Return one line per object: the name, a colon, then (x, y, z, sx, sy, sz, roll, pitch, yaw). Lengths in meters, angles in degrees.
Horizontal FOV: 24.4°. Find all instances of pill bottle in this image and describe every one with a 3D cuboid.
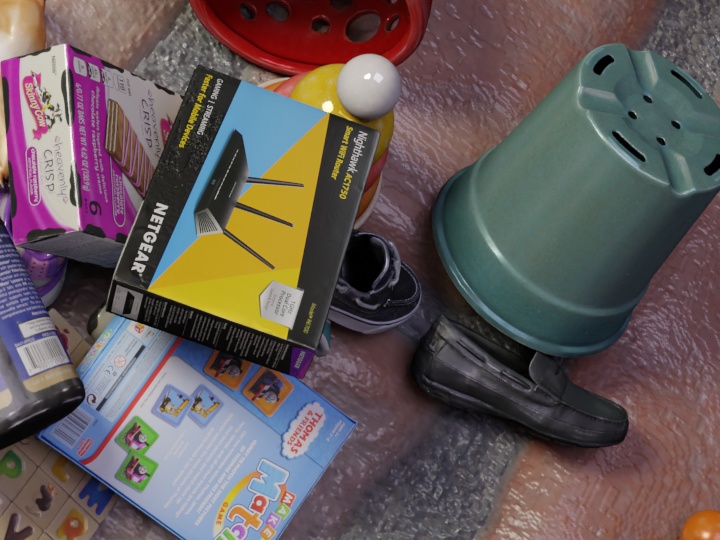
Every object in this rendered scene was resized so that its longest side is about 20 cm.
pill bottle: (-0.280, 0.024, 1.148, 0.111, 0.112, 0.201, -24, 85, -27)

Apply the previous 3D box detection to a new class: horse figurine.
horse figurine: (-0.287, -0.158, 1.257, 0.131, 0.050, 0.201, 6, 61, 26)

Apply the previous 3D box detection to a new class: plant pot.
plant pot: (-0.032, -0.284, 1.363, 0.199, 0.200, 0.184, 18, 60, -17)
plant pot: (0.190, -0.065, 1.356, 0.199, 0.196, 0.202, 17, 49, -20)

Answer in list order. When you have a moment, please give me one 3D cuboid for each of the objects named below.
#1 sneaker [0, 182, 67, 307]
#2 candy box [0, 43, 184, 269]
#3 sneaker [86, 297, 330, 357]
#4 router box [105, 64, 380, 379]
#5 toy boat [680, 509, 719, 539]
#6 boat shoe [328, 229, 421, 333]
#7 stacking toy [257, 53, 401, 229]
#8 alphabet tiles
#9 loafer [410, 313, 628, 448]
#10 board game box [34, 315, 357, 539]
sneaker: (-0.246, -0.074, 1.264, 0.080, 0.088, 0.202, 4, 72, -21)
candy box: (-0.182, -0.075, 1.236, 0.200, 0.060, 0.138, 17, 65, -67)
sneaker: (-0.110, 0.046, 1.294, 0.198, 0.070, 0.094, -11, 73, -29)
router box: (-0.081, -0.038, 1.191, 0.148, 0.051, 0.201, 19, 56, -5)
toy boat: (0.311, 0.259, 1.400, 0.198, 0.131, 0.131, 5, 43, -22)
boat shoe: (0.000, 0.000, 1.314, 0.199, 0.067, 0.072, 19, 57, -51)
stacking toy: (-0.018, -0.112, 1.310, 0.145, 0.200, 0.148, 7, 72, -21)
alphabet tiles: (-0.247, 0.132, 1.215, 0.167, 0.006, 0.201, 47, 54, -19)
loafer: (0.140, 0.093, 1.382, 0.199, 0.068, 0.071, 20, 106, -15)
board game box: (-0.121, 0.117, 1.249, 0.200, 0.037, 0.152, 39, 80, -18)
